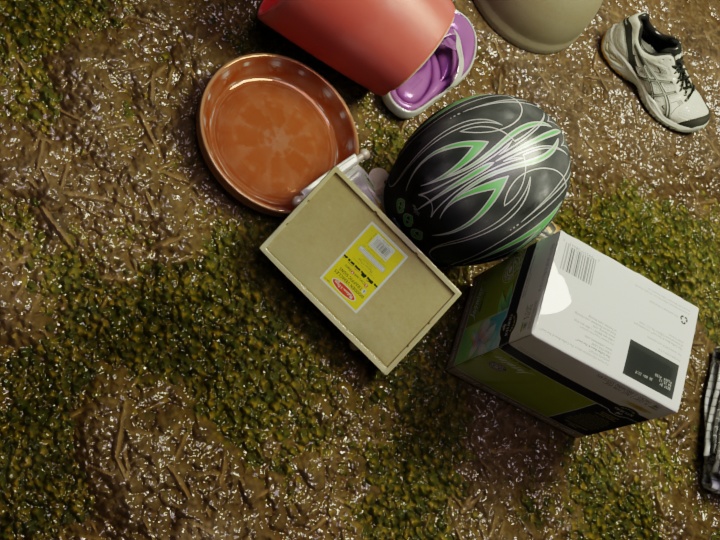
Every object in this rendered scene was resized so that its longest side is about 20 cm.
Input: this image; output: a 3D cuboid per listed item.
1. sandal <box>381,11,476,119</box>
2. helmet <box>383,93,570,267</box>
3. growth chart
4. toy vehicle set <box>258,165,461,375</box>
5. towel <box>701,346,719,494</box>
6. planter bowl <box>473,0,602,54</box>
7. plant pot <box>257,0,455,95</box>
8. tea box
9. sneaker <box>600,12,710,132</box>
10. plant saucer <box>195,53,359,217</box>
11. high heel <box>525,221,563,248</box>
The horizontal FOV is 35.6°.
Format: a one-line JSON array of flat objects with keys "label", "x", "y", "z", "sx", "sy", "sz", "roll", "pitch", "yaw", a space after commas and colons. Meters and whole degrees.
[{"label": "sandal", "x": 0.101, "y": -0.266, "z": 1.432, "sx": 0.082, "sy": 0.050, "sz": 0.203, "roll": 39, "pitch": 57, "yaw": -8}, {"label": "helmet", "x": 0.136, "y": -0.103, "z": 1.260, "sx": 0.198, "sy": 0.190, "sz": 0.203, "roll": 14, "pitch": 62, "yaw": -29}, {"label": "growth chart", "x": 0.005, "y": -0.029, "z": 1.284, "sx": 0.144, "sy": 0.018, "sz": 0.202, "roll": -27, "pitch": 96, "yaw": -35}, {"label": "toy vehicle set", "x": 0.000, "y": 0.000, "z": 1.232, "sx": 0.124, "sy": 0.027, "sz": 0.200, "roll": -45, "pitch": 95, "yaw": -1}, {"label": "towel", "x": 0.527, "y": 0.206, "z": 1.444, "sx": 0.164, "sy": 0.086, "sz": 0.202, "roll": 25, "pitch": 61, "yaw": -16}, {"label": "planter bowl", "x": 0.261, "y": -0.419, "z": 1.528, "sx": 0.198, "sy": 0.135, "sz": 0.203, "roll": 11, "pitch": 65, "yaw": -23}, {"label": "plant pot", "x": 0.005, "y": -0.319, "z": 1.331, "sx": 0.177, "sy": 0.200, "sz": 0.202, "roll": 39, "pitch": 57, "yaw": -18}, {"label": "tea box", "x": 0.237, "y": 0.080, "z": 1.273, "sx": 0.198, "sy": 0.196, "sz": 0.135, "roll": 28, "pitch": 64, "yaw": -16}, {"label": "sneaker", "x": 0.434, "y": -0.280, "z": 1.591, "sx": 0.200, "sy": 0.088, "sz": 0.076, "roll": 41, "pitch": 55, "yaw": -9}, {"label": "plant saucer", "x": -0.096, "y": -0.154, "z": 1.295, "sx": 0.198, "sy": 0.032, "sz": 0.203, "roll": 10, "pitch": 67, "yaw": -24}, {"label": "high heel", "x": 0.214, "y": -0.099, "z": 1.408, "sx": 0.198, "sy": 0.071, "sz": 0.144, "roll": 27, "pitch": 66, "yaw": -5}]
